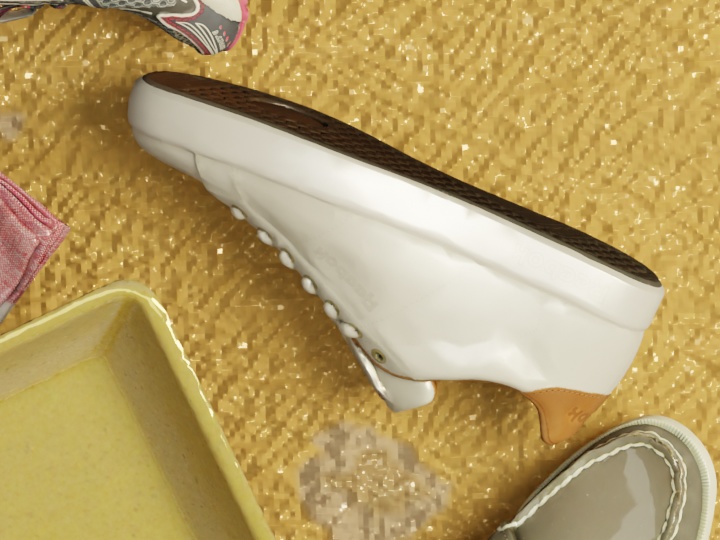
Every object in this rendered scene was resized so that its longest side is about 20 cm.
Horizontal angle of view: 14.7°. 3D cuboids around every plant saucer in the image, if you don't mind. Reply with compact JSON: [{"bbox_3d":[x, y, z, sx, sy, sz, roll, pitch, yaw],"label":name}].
[{"bbox_3d":[-0.121,0.125,0.944,0.199,0.048,0.201,-25,104,-1],"label":"plant saucer"}]

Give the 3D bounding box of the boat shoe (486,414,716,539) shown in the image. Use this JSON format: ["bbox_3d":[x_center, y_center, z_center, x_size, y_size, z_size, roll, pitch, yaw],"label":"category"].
[{"bbox_3d":[0.054,0.137,0.997,0.072,0.060,0.202,40,98,19],"label":"boat shoe"}]

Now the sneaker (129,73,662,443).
[{"bbox_3d":[0.000,0.000,0.981,0.199,0.073,0.085,26,103,2],"label":"sneaker"}]

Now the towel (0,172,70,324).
[{"bbox_3d":[-0.213,0.022,0.965,0.144,0.023,0.200,36,96,4],"label":"towel"}]

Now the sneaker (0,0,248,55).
[{"bbox_3d":[-0.133,-0.109,0.952,0.199,0.081,0.075,15,95,-22],"label":"sneaker"}]
